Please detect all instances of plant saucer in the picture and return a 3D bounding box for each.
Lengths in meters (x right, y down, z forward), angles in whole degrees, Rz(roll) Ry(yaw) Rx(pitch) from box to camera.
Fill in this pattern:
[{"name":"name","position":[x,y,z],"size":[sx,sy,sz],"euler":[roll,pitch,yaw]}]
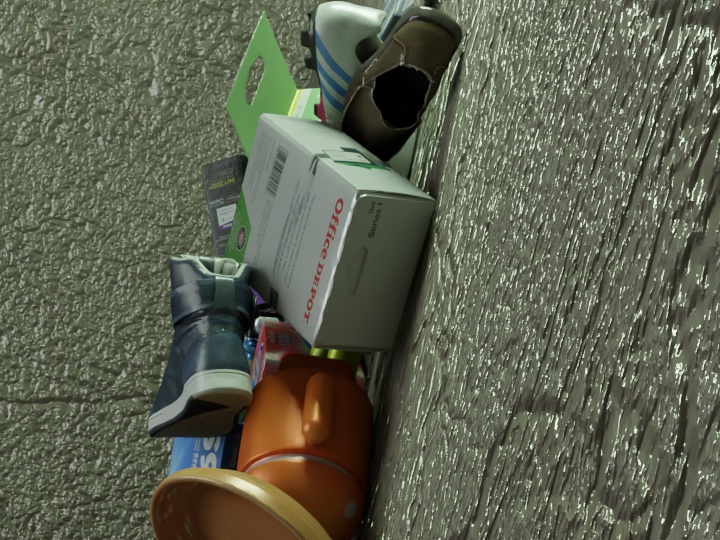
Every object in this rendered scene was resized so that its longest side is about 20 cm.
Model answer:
[{"name":"plant saucer","position":[-0.084,0.235,1.530],"size":[0.037,0.200,0.200],"euler":[-48,-14,-37]}]

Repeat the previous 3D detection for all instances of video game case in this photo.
[{"name":"video game case","position":[0.044,-0.284,1.871],"size":[0.143,0.019,0.200],"euler":[122,170,-56]}]

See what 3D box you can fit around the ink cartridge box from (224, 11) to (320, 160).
[{"name":"ink cartridge box","position":[-0.061,-0.128,1.781],"size":[0.146,0.048,0.200],"euler":[-73,-26,-42]}]

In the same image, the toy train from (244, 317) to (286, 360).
[{"name":"toy train","position":[-0.088,0.065,2.173],"size":[0.200,0.114,0.087],"euler":[172,107,-84]}]

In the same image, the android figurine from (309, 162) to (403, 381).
[{"name":"android figurine","position":[0.000,0.000,1.711],"size":[0.182,0.041,0.201],"euler":[-137,61,-72]}]

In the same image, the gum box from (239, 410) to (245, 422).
[{"name":"gum box","position":[-0.140,0.229,1.887],"size":[0.170,0.044,0.201],"euler":[73,-164,-74]}]

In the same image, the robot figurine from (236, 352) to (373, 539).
[{"name":"robot figurine","position":[-0.048,0.166,1.607],"size":[0.144,0.117,0.200],"euler":[-31,35,31]}]

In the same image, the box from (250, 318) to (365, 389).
[{"name":"box","position":[-0.057,0.119,1.841],"size":[0.200,0.102,0.095],"euler":[-107,29,-80]}]

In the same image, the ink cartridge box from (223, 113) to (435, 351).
[{"name":"ink cartridge box","position":[-0.031,-0.034,1.620],"size":[0.200,0.084,0.146],"euler":[41,120,53]}]

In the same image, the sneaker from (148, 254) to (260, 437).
[{"name":"sneaker","position":[-0.144,0.067,1.660],"size":[0.202,0.077,0.147],"euler":[137,131,-61]}]

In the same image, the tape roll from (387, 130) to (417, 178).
[{"name":"tape roll","position":[0.022,-0.114,1.862],"size":[0.203,0.037,0.203],"euler":[-168,90,-83]}]

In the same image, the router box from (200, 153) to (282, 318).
[{"name":"router box","position":[-0.076,-0.029,1.859],"size":[0.200,0.051,0.150],"euler":[9,-111,-61]}]

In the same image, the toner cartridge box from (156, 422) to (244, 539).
[{"name":"toner cartridge box","position":[-0.147,0.238,1.739],"size":[0.095,0.043,0.201],"euler":[0,79,56]}]

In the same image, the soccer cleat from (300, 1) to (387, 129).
[{"name":"soccer cleat","position":[0.000,-0.165,1.738],"size":[0.200,0.086,0.070],"euler":[78,-160,-48]}]

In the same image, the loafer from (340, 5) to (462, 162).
[{"name":"loafer","position":[0.024,-0.152,1.639],"size":[0.200,0.073,0.071],"euler":[118,176,-55]}]
